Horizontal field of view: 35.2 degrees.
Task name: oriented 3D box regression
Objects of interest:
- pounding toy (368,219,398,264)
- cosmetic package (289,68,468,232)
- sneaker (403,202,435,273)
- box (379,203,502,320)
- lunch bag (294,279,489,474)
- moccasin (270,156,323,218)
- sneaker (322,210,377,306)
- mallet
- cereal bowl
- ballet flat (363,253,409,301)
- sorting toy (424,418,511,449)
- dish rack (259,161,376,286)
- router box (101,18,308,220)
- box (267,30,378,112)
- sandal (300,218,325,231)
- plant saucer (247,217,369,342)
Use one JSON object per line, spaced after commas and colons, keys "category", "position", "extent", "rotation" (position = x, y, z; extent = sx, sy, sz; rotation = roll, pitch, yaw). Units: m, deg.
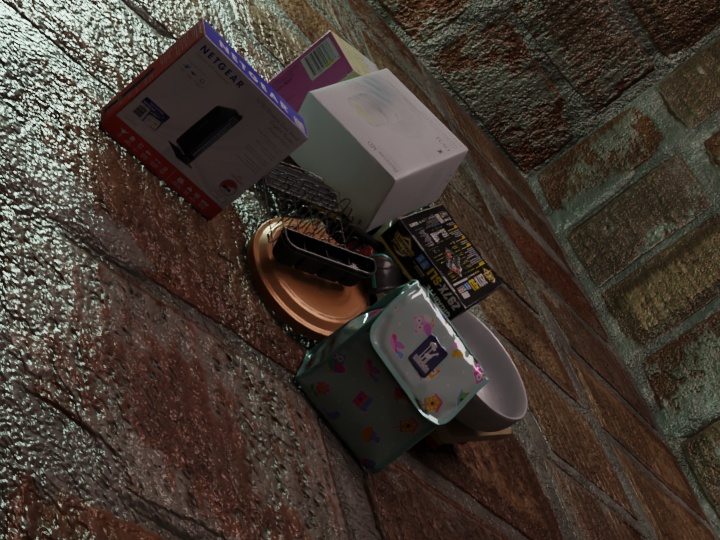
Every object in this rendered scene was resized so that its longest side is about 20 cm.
{"category": "pounding toy", "position": [0.041, -0.042, 1.938], "extent": [0.200, 0.141, 0.185], "rotation": [43, 34, -25]}
{"category": "cosmetic package", "position": [0.023, -0.190, 1.761], "extent": [0.200, 0.124, 0.199], "rotation": [46, 42, 16]}
{"category": "sneaker", "position": [0.119, -0.017, 1.825], "extent": [0.099, 0.069, 0.202], "rotation": [37, 44, -34]}
{"category": "box", "position": [0.123, -0.013, 1.680], "extent": [0.161, 0.049, 0.200], "rotation": [55, 24, 5]}
{"category": "lunch bag", "position": [0.044, 0.129, 1.440], "extent": [0.171, 0.199, 0.122], "rotation": [52, 16, -8]}
{"category": "moccasin", "position": [-0.121, -0.162, 1.801], "extent": [0.202, 0.078, 0.074], "rotation": [50, 1, -2]}
{"category": "sneaker", "position": [0.000, 0.000, 1.776], "extent": [0.202, 0.070, 0.098], "rotation": [57, -13, 5]}
{"category": "mallet", "position": [-0.041, -0.081, 1.682], "extent": [0.199, 0.041, 0.066], "rotation": [33, -3, 43]}
{"category": "cereal bowl", "position": [0.149, 0.151, 1.646], "extent": [0.199, 0.083, 0.201], "rotation": [38, 28, -24]}
{"category": "ballet flat", "position": [0.056, 0.047, 1.653], "extent": [0.200, 0.067, 0.069], "rotation": [38, 45, -50]}
{"category": "sorting toy", "position": [0.116, 0.183, 1.731], "extent": [0.199, 0.069, 0.200], "rotation": [10, 46, -56]}
{"category": "dish rack", "position": [-0.065, -0.075, 1.571], "extent": [0.152, 0.055, 0.202], "rotation": [20, 42, -34]}
{"category": "router box", "position": [-0.196, -0.186, 1.434], "extent": [0.200, 0.179, 0.049], "rotation": [41, 19, -34]}
{"category": "box", "position": [-0.057, -0.324, 2.099], "extent": [0.097, 0.175, 0.199], "rotation": [60, 18, 22]}
{"category": "sandal", "position": [-0.082, -0.055, 1.684], "extent": [0.078, 0.069, 0.212], "rotation": [53, 16, -2]}
{"category": "plant saucer", "position": [-0.066, 0.008, 1.562], "extent": [0.199, 0.032, 0.202], "rotation": [28, 39, -25]}
